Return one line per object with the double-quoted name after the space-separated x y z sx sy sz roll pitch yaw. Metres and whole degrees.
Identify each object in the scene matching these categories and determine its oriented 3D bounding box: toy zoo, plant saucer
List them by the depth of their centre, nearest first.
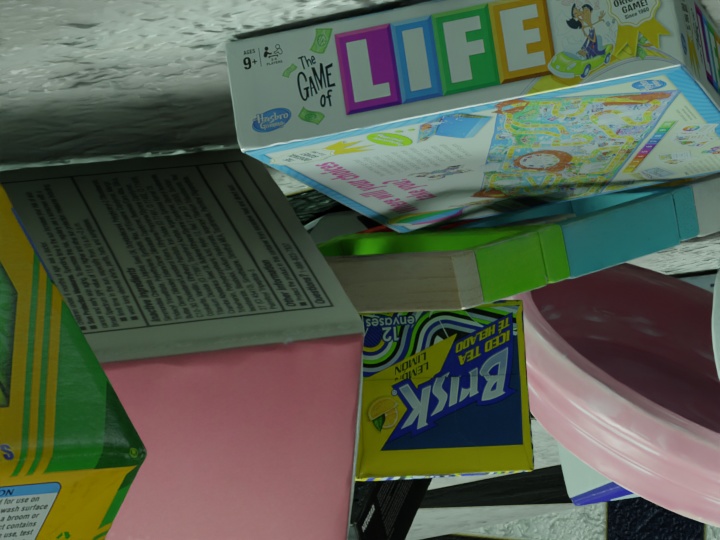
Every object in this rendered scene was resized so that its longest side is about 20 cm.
0.075 -0.018 1.053 0.199 0.021 0.131 -17 -172 -34 "toy zoo"
0.151 0.061 1.325 0.199 0.051 0.201 21 -161 -7 "plant saucer"

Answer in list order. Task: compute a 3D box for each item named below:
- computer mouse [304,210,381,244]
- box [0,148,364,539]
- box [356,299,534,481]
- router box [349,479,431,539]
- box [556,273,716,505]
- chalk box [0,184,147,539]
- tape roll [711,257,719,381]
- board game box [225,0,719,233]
0.000 0.000 1.181 0.198 0.044 0.110 -8 171 -7 "computer mouse"
-0.112 0.042 0.949 0.199 0.110 0.128 -6 -149 -18 "box"
0.014 0.049 1.126 0.069 0.065 0.200 -3 178 -9 "box"
-0.042 0.105 1.465 0.148 0.051 0.200 -7 -157 18 "router box"
0.225 0.062 1.622 0.198 0.106 0.184 -6 171 -14 "box"
-0.164 0.020 0.761 0.124 0.200 0.124 -5 138 -37 "chalk box"
0.242 0.056 1.249 0.071 0.204 0.202 -34 158 35 "tape roll"
0.050 -0.052 0.921 0.133 0.034 0.200 -11 172 13 "board game box"
